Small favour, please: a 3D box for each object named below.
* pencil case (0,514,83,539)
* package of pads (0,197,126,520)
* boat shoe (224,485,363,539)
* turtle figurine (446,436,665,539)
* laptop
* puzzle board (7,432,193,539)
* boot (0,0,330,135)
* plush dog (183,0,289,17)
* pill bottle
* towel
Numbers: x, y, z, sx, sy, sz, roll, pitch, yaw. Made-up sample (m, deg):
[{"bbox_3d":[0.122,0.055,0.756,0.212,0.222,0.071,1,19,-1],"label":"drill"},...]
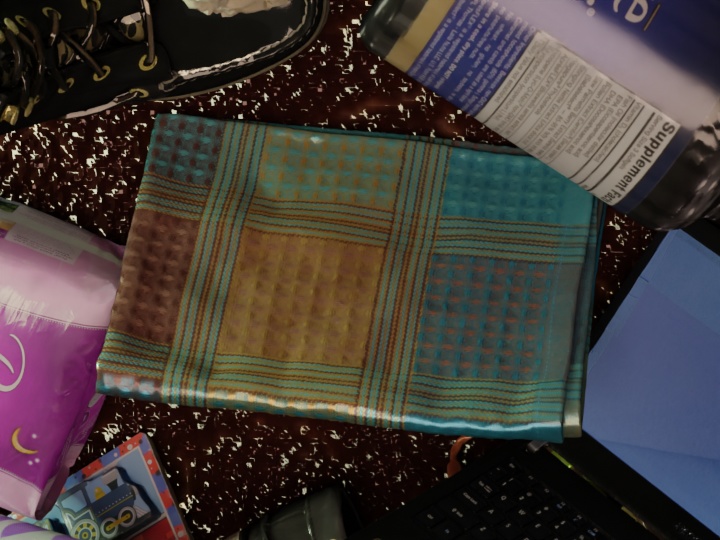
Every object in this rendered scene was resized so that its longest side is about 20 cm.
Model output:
[{"bbox_3d":[-0.159,0.149,1.129,0.199,0.084,0.086,12,110,27],"label":"pencil case"},{"bbox_3d":[-0.203,0.017,1.141,0.199,0.076,0.121,22,108,-1],"label":"package of pads"},{"bbox_3d":[0.015,0.189,1.166,0.063,0.074,0.202,-28,103,9],"label":"boat shoe"},{"bbox_3d":[0.141,0.115,1.126,0.161,0.064,0.200,-40,61,7],"label":"turtle figurine"},{"bbox_3d":[0.117,0.092,1.045,0.177,0.199,0.104,38,136,30],"label":"laptop"},{"bbox_3d":[-0.149,0.185,1.168,0.199,0.017,0.151,-32,64,14],"label":"puzzle board"},{"bbox_3d":[-0.118,-0.088,1.062,0.202,0.154,0.074,-6,105,8],"label":"boot"},{"bbox_3d":[-0.059,-0.198,1.023,0.159,0.171,0.202,5,94,32],"label":"plush dog"},{"bbox_3d":[0.108,-0.087,1.062,0.199,0.112,0.112,32,106,-4],"label":"pill bottle"},{"bbox_3d":[0.000,0.000,1.091,0.198,0.148,0.022,6,144,5],"label":"towel"}]
